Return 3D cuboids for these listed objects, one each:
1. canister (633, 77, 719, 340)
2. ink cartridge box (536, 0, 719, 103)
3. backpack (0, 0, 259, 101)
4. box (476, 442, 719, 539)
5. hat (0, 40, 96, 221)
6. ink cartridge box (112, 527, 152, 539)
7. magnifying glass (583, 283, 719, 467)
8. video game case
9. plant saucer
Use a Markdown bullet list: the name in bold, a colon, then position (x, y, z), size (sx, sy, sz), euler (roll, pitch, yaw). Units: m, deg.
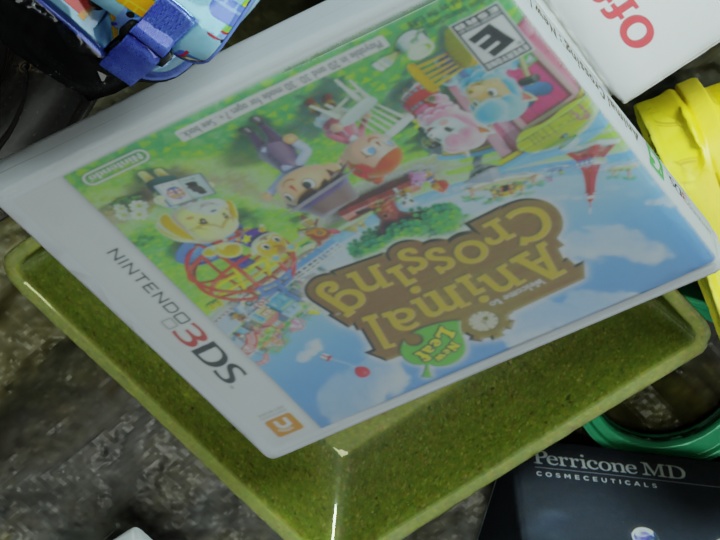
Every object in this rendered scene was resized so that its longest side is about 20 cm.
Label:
- **canister**: position (0.224, -0.031, 1.047), size (0.200, 0.087, 0.149), euler (-21, 104, 4)
- **ink cartridge box**: position (0.128, -0.179, 0.968), size (0.200, 0.084, 0.145), euler (-34, 115, 12)
- **backpack**: position (-0.100, -0.178, 0.905), size (0.200, 0.135, 0.183), euler (40, 82, -14)
- **box**: position (0.127, 0.177, 1.086), size (0.148, 0.200, 0.107), euler (7, 128, -9)
- **hat**: position (-0.181, -0.080, 0.995), size (0.200, 0.081, 0.201), euler (-2, 118, -3)
- **ink cartridge box**: position (-0.128, 0.220, 1.147), size (0.200, 0.085, 0.145), euler (-32, 129, 13)
- **magnifying glass**: position (0.087, 0.009, 1.104), size (0.080, 0.022, 0.200), euler (-41, 116, 16)
- **video game case**: position (0.002, -0.018, 0.973), size (0.200, 0.022, 0.182), euler (-24, 134, 21)
- **plant saucer**: position (0.000, 0.000, 1.059), size (0.200, 0.048, 0.200), euler (-34, 115, 24)
